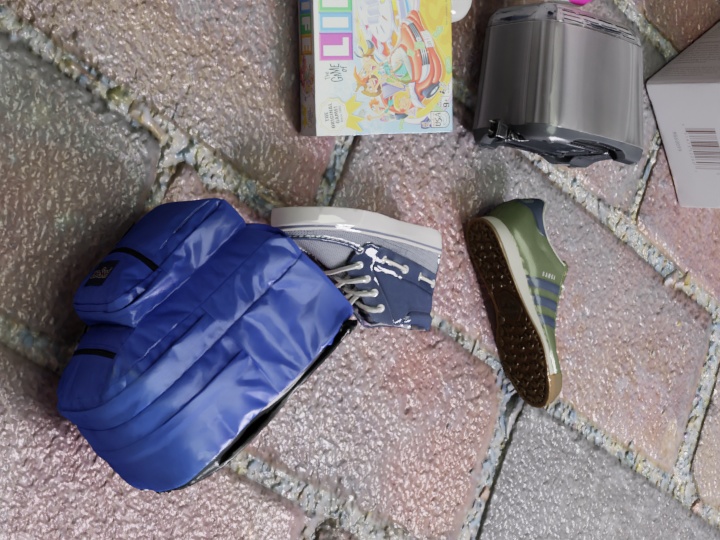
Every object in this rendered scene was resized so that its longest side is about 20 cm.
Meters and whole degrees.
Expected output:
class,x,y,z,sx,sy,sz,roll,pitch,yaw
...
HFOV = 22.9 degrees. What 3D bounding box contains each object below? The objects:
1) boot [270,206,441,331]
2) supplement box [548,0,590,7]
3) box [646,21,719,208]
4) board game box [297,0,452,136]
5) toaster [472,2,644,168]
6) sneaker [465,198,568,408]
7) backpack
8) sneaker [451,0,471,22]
class,x,y,z,sx,sy,sz,roll,pitch,yaw
boot,0.000,0.000,1.522,0.199,0.072,0.091,10,80,-46
supplement box,0.179,-0.354,1.607,0.103,0.101,0.202,3,69,-45
box,0.418,-0.179,1.906,0.200,0.106,0.154,-38,118,-36
board game box,0.013,-0.217,1.518,0.133,0.034,0.202,-4,97,-26
toaster,0.184,-0.173,1.670,0.199,0.113,0.131,8,84,-41
sneaker,0.171,0.024,1.700,0.090,0.067,0.202,-32,112,-33
backpack,-0.138,0.057,1.336,0.168,0.162,0.200,45,70,-14
sneaker,0.083,-0.320,1.570,0.075,0.088,0.202,-19,107,-44
